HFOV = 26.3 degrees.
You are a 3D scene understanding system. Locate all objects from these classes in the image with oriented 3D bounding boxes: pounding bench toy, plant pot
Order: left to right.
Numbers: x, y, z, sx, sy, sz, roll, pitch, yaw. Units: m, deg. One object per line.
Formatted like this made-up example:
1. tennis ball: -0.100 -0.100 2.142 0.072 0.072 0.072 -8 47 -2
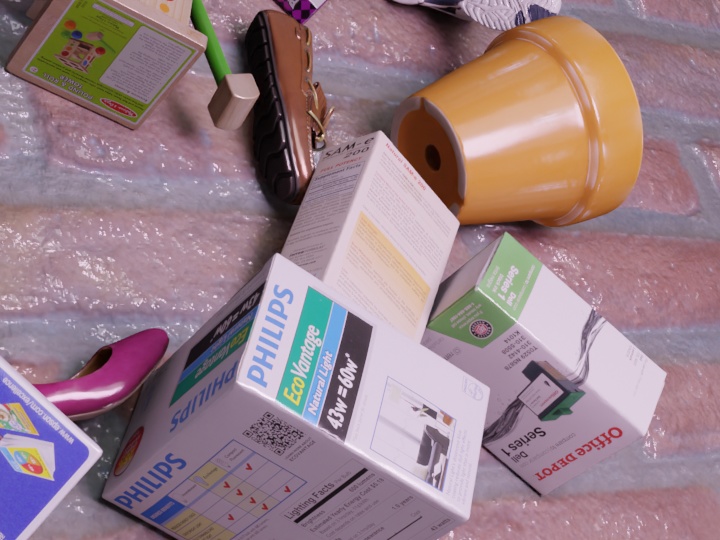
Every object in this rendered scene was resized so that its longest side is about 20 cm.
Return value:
1. pounding bench toy: -0.175 -0.220 1.316 0.199 0.124 0.157 24 48 -25
2. plant pot: 0.137 -0.126 1.475 0.182 0.200 0.201 -18 73 -29

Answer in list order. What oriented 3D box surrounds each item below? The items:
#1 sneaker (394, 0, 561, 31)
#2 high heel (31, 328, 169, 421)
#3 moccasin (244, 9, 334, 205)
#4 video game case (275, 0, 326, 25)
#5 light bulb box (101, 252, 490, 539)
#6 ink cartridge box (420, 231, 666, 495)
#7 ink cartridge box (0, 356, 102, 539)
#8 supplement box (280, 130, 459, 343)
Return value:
1. sneaker: 0.135 -0.298 1.617 0.129 0.198 0.080 -20 116 -57
2. high heel: -0.223 0.072 1.109 0.097 0.067 0.200 56 45 -8
3. moccasin: -0.059 -0.147 1.405 0.077 0.074 0.203 10 48 -25
4. video game case: -0.072 -0.363 1.566 0.181 0.036 0.200 45 43 -7
5. light bulb box: -0.046 0.126 1.127 0.199 0.198 0.125 33 43 -18
6. ink cartridge box: 0.145 0.086 1.351 0.200 0.146 0.085 40 45 -9
7. ink cartridge box: -0.306 0.127 1.003 0.198 0.047 0.200 44 74 -7
8. supplement box: 0.000 0.000 1.307 0.126 0.073 0.201 47 46 -31
